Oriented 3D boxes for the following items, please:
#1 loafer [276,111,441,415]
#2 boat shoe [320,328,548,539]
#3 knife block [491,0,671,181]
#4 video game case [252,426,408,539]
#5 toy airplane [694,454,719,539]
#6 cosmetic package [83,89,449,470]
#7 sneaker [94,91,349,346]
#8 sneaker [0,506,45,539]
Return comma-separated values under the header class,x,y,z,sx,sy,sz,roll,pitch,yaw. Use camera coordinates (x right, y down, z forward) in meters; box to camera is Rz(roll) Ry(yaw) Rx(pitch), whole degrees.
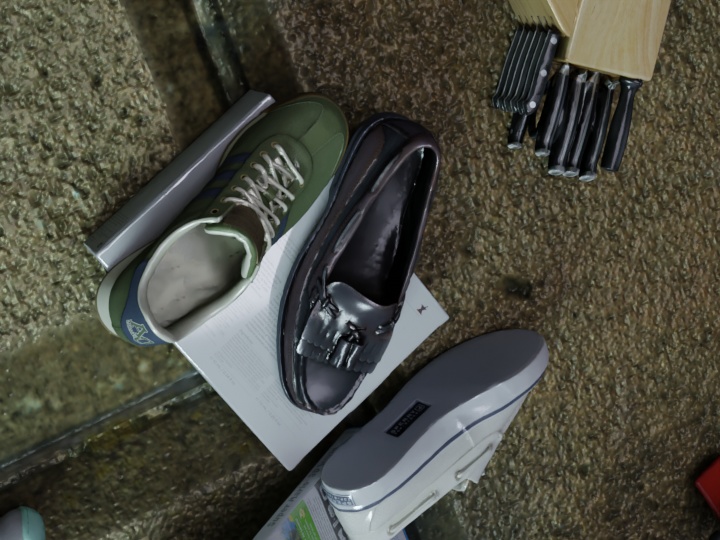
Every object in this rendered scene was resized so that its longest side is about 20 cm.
class,x,y,z,sx,sy,sz,roll,pitch,yaw
loafer,0.000,0.000,1.027,0.072,0.063,0.201,15,97,-26
boat shoe,0.059,0.116,1.112,0.200,0.071,0.070,-39,125,-31
knife block,0.173,-0.166,1.115,0.200,0.064,0.176,-35,111,-11
video game case,-0.022,0.215,1.073,0.200,0.018,0.144,-46,120,-52
toy airplane,0.355,0.234,1.220,0.199,0.141,0.201,-3,89,13
cosmetic package,-0.059,0.007,1.068,0.151,0.052,0.200,-42,111,-7
sneaker,-0.071,-0.026,0.982,0.200,0.090,0.067,-45,110,-9
sneaker,-0.295,0.211,1.005,0.140,0.078,0.201,34,87,-23
